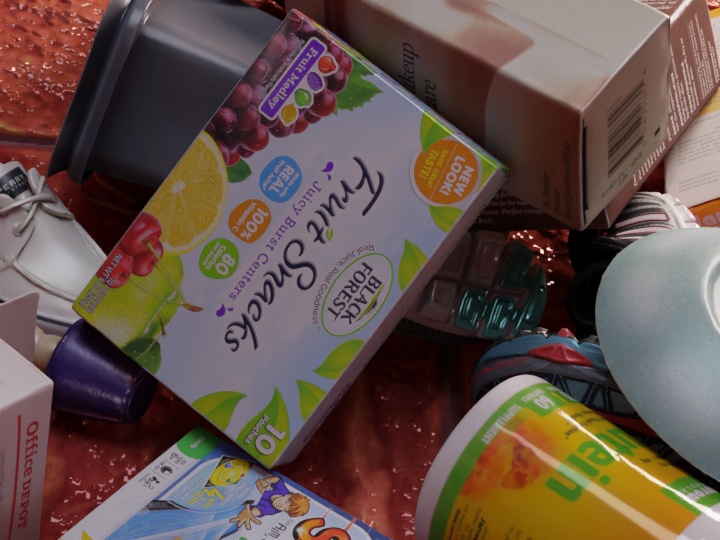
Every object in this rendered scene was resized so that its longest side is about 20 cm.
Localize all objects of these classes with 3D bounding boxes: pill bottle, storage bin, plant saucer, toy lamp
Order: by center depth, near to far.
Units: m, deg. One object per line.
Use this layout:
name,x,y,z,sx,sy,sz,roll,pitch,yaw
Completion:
pill bottle,0.136,0.148,1.514,0.200,0.111,0.111,32,44,25
plant saucer,0.222,0.040,1.558,0.200,0.039,0.201,16,42,-15
toy lamp,-0.203,0.029,1.632,0.200,0.058,0.058,25,41,17
storage bin,-0.090,-0.093,1.740,0.134,0.146,0.200,23,15,1

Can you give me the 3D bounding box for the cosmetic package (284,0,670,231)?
cosmetic package,0.062,-0.120,1.604,0.200,0.104,0.087,29,60,26

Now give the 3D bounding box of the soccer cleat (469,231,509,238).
soccer cleat,0.031,-0.096,1.752,0.081,0.067,0.200,-20,86,-63

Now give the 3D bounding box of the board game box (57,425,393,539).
board game box,-0.091,0.169,1.501,0.135,0.035,0.200,28,42,22

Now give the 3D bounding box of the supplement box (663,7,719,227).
supplement box,0.254,-0.086,1.816,0.126,0.074,0.200,-17,35,18

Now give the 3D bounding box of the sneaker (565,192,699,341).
sneaker,0.150,0.003,1.687,0.087,0.074,0.200,1,19,-20

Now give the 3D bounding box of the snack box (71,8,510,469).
snack box,-0.037,-0.016,1.577,0.142,0.200,0.053,38,6,9

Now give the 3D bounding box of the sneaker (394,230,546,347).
sneaker,0.000,0.000,1.668,0.200,0.091,0.078,23,69,-13

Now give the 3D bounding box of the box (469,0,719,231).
box,0.132,-0.098,1.744,0.100,0.075,0.200,0,26,29

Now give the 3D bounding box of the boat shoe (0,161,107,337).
boat shoe,-0.201,-0.026,1.689,0.200,0.070,0.071,34,44,27

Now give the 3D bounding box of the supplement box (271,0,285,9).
supplement box,-0.043,-0.225,1.854,0.086,0.111,0.200,31,3,26

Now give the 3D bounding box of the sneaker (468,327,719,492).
sneaker,0.139,0.092,1.605,0.199,0.079,0.096,11,69,31

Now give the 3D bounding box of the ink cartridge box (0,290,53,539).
ink cartridge box,-0.221,0.103,1.489,0.067,0.117,0.200,37,47,29
